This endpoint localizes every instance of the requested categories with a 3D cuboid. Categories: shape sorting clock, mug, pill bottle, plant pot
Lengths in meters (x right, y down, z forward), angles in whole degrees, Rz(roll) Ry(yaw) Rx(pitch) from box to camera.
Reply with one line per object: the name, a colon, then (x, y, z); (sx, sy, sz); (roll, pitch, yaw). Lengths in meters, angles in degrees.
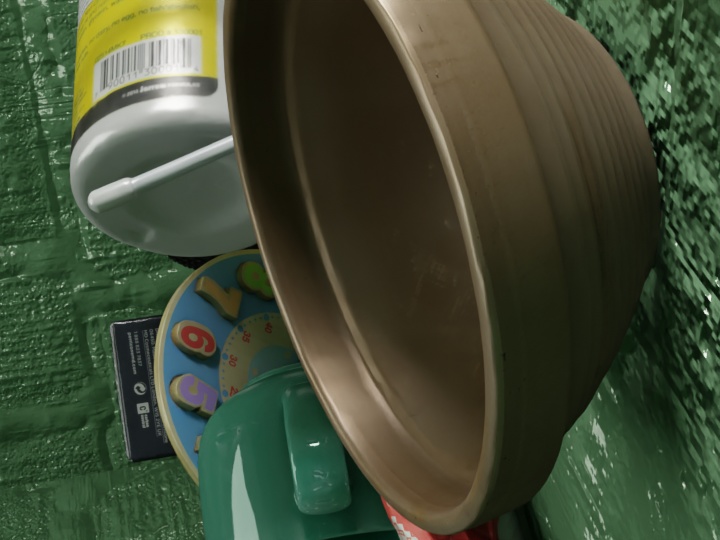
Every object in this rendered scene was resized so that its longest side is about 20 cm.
shape sorting clock: (-0.054, 0.080, 0.927); (0.039, 0.199, 0.202); (-24, 71, 42)
mug: (-0.016, 0.116, 0.804); (0.185, 0.151, 0.116); (-40, 53, 48)
pill bottle: (-0.087, -0.119, 0.681); (0.115, 0.113, 0.202); (95, 172, -57)
plant pot: (0.032, -0.025, 0.439); (0.201, 0.092, 0.202); (53, 153, 42)

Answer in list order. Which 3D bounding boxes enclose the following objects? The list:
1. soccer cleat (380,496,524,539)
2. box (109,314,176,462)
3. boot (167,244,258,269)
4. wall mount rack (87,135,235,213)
soccer cleat: (0.052, 0.146, 0.634); (0.201, 0.068, 0.086); (-115, 22, -47)
box: (-0.093, 0.083, 1.072); (0.148, 0.198, 0.108); (140, 120, -80)
boot: (-0.097, -0.066, 1.078); (0.200, 0.069, 0.133); (20, -120, -61)
wall mount rack: (-0.059, -0.120, 0.557); (0.173, 0.074, 0.202); (-33, 73, 39)
